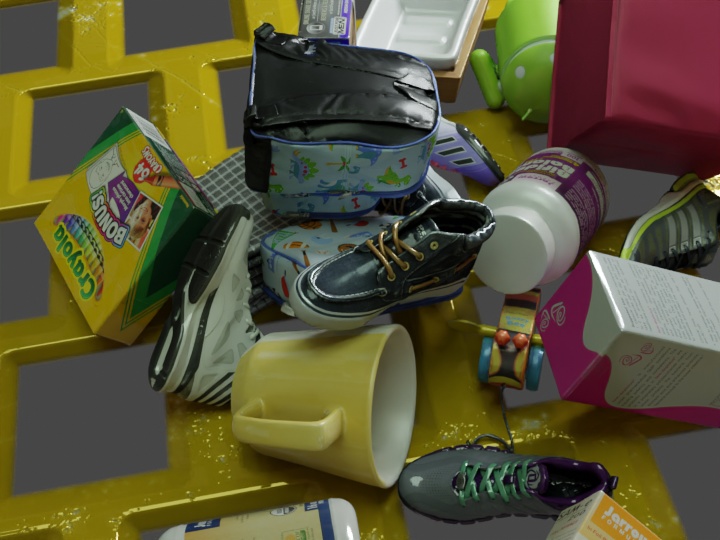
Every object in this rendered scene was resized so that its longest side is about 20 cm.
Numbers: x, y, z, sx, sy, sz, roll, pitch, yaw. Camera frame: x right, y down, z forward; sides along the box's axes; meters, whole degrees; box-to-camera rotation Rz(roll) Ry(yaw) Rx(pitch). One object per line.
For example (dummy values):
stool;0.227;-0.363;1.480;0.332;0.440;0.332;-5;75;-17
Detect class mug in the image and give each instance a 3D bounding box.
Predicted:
mug;-0.043;0.113;1.028;0.151;0.187;0.151;4;67;19

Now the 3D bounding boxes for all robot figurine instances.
robot figurine;0.228;-0.266;1.369;0.174;0.116;0.202;-21;45;23

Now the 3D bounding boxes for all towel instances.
towel;-0.120;-0.054;1.233;0.199;0.086;0.166;-31;53;-21

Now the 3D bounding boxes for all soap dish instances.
soap dish;0.078;-0.303;1.431;0.155;0.082;0.201;7;50;17

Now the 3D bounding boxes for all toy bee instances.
toy bee;0.156;0.079;1.081;0.129;0.109;0.202;-6;48;-3

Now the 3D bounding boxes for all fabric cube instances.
fabric cube;0.331;-0.222;1.199;0.197;0.200;0.199;8;84;-8

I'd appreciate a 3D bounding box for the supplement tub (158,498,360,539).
supplement tub;-0.092;0.274;0.905;0.197;0.145;0.145;-9;48;-4

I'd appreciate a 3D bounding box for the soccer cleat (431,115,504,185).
soccer cleat;0.089;-0.151;1.326;0.073;0.068;0.200;-47;63;-1

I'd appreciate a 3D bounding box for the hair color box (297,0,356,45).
hair color box;-0.034;-0.223;1.297;0.064;0.201;0.110;-1;48;5

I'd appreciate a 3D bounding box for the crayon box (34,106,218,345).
crayon box;-0.255;-0.051;1.198;0.173;0.058;0.200;-49;50;10

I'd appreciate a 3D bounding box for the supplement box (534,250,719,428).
supplement box;0.279;0.068;1.030;0.198;0.102;0.104;12;43;-26

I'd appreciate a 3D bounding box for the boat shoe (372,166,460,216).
boat shoe;0.045;-0.080;1.247;0.090;0.071;0.201;-18;49;-19

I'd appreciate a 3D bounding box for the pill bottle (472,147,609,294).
pill bottle;0.183;-0.051;1.145;0.111;0.114;0.200;18;28;19

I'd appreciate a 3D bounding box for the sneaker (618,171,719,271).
sneaker;0.338;-0.028;1.186;0.081;0.074;0.200;32;60;25

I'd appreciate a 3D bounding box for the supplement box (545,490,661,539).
supplement box;0.182;0.298;0.882;0.126;0.074;0.200;38;58;2

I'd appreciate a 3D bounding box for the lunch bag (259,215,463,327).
lunch bag;0.000;0.000;1.130;0.198;0.077;0.160;-14;24;-30

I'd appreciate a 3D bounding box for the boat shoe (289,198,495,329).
boat shoe;0.030;-0.014;0.997;0.199;0.091;0.071;-16;59;-34

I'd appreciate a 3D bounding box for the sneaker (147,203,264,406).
sneaker;-0.129;0.041;1.120;0.075;0.115;0.203;17;84;60

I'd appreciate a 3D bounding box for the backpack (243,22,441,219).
backpack;-0.019;-0.149;1.162;0.197;0.148;0.185;2;49;-3

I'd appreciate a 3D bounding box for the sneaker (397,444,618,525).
sneaker;0.131;0.185;0.993;0.197;0.088;0.075;0;65;4
